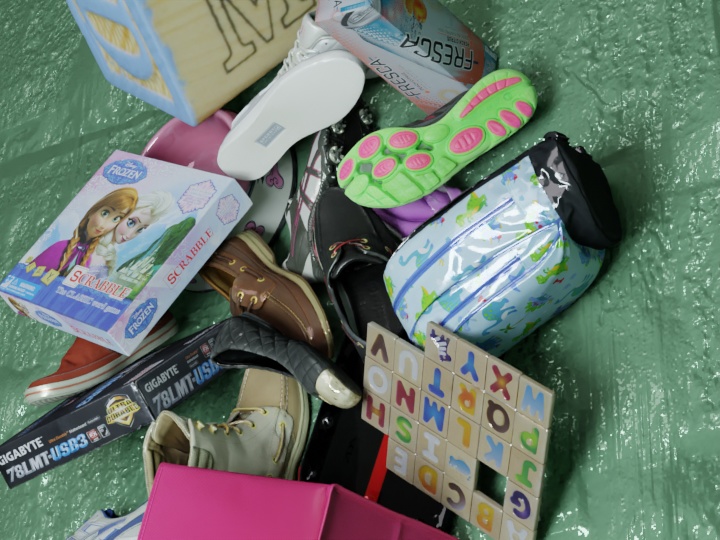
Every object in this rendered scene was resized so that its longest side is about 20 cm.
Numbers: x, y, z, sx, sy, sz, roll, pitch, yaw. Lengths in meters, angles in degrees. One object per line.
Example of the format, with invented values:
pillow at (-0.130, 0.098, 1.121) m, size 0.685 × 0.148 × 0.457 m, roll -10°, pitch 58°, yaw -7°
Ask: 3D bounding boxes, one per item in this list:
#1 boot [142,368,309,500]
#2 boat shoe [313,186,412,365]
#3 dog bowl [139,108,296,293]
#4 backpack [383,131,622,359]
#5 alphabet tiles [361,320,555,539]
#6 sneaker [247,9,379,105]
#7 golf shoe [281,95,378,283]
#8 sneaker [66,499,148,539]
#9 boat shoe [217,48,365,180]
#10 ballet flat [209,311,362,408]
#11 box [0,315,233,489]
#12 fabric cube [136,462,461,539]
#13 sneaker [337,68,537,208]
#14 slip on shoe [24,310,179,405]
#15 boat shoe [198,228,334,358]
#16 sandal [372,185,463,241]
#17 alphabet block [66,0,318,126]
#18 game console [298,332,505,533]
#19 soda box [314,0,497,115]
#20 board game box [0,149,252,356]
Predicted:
boot at (-0.124, 0.147, 1.530) m, size 0.072 × 0.154 × 0.201 m, roll -11°, pitch 62°, yaw 36°
boat shoe at (0.003, -0.001, 1.510) m, size 0.073 × 0.063 × 0.202 m, roll -19°, pitch 57°, yaw 1°
dog bowl at (-0.165, -0.082, 1.751) m, size 0.199 × 0.074 × 0.201 m, roll -21°, pitch 55°, yaw 32°
backpack at (0.115, -0.008, 1.399) m, size 0.199 × 0.163 × 0.155 m, roll -20°, pitch 76°, yaw 16°
alphabet tiles at (0.074, 0.125, 1.375) m, size 0.200 × 0.008 × 0.168 m, roll 30°, pitch 130°, yaw 36°
sneaker at (-0.046, -0.215, 1.680) m, size 0.200 × 0.099 × 0.078 m, roll -37°, pitch 47°, yaw 7°
golf shoe at (-0.037, -0.084, 1.639) m, size 0.088 × 0.077 × 0.201 m, roll -14°, pitch 59°, yaw 42°
sneaker at (-0.262, 0.284, 1.652) m, size 0.199 × 0.075 × 0.088 m, roll -17°, pitch 46°, yaw 27°
boat shoe at (-0.065, -0.161, 1.616) m, size 0.200 × 0.072 × 0.069 m, roll -43°, pitch 28°, yaw 42°
ballet flat at (-0.064, 0.089, 1.491) m, size 0.057 × 0.066 × 0.200 m, roll -54°, pitch 37°, yaw -10°
box at (-0.229, 0.125, 1.625) m, size 0.198 × 0.200 × 0.050 m, roll -27°, pitch 95°, yaw 31°
fabric cube at (-0.059, 0.283, 1.371) m, size 0.199 × 0.200 × 0.197 m, roll -1°, pitch 67°, yaw 40°
sneaker at (0.074, -0.113, 1.539) m, size 0.199 × 0.084 × 0.077 m, roll -25°, pitch 84°, yaw 6°
slip on shoe at (-0.262, 0.077, 1.658) m, size 0.074 × 0.061 × 0.200 m, roll -22°, pitch 10°, yaw 43°
boat shoe at (-0.092, 0.033, 1.609) m, size 0.067 × 0.072 × 0.200 m, roll -21°, pitch 40°, yaw -23°
sandal at (0.069, -0.048, 1.542) m, size 0.202 × 0.050 × 0.083 m, roll 20°, pitch 82°, yaw 45°
alphabet block at (-0.183, -0.303, 1.753) m, size 0.200 × 0.197 × 0.195 m, roll -39°, pitch 41°, yaw -19°
game console at (0.037, 0.129, 1.495) m, size 0.176 × 0.031 × 0.201 m, roll 9°, pitch 75°, yaw 37°
soda box at (0.046, -0.213, 1.543) m, size 0.068 × 0.200 × 0.064 m, roll -9°, pitch 62°, yaw 37°
board game box at (-0.236, -0.023, 1.659) m, size 0.199 × 0.041 × 0.200 m, roll 15°, pitch 59°, yaw 44°
